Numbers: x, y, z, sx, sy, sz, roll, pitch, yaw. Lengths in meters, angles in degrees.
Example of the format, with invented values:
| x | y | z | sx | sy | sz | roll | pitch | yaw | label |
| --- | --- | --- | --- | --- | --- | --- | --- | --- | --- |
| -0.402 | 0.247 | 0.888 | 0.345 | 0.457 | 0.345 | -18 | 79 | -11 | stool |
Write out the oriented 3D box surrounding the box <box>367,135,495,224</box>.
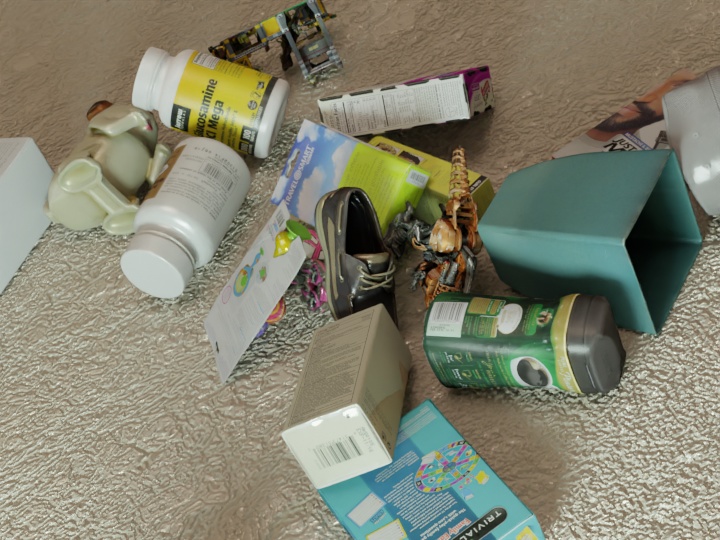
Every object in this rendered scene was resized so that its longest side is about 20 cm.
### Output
| x | y | z | sx | sy | sz | roll | pitch | yaw | label |
| --- | --- | --- | --- | --- | --- | --- | --- | --- | --- |
| 0.081 | -0.101 | 1.665 | 0.050 | 0.075 | 0.199 | -43 | 42 | -21 | box |

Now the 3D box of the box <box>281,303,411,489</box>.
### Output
| x | y | z | sx | sy | sz | roll | pitch | yaw | label |
| --- | --- | --- | --- | --- | --- | --- | --- | --- | --- |
| -0.010 | 0.127 | 1.419 | 0.095 | 0.078 | 0.200 | -22 | 23 | 21 | box |

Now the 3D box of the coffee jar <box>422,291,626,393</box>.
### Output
| x | y | z | sx | sy | sz | roll | pitch | yaw | label |
| --- | --- | --- | --- | --- | --- | --- | --- | --- | --- |
| 0.172 | 0.074 | 1.410 | 0.199 | 0.105 | 0.086 | 1 | 50 | 27 | coffee jar |

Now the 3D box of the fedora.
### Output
| x | y | z | sx | sy | sz | roll | pitch | yaw | label |
| --- | --- | --- | --- | --- | --- | --- | --- | --- | --- |
| 0.381 | -0.141 | 1.464 | 0.090 | 0.201 | 0.177 | -18 | 4 | 16 | fedora |

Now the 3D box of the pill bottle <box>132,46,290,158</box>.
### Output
| x | y | z | sx | sy | sz | roll | pitch | yaw | label |
| --- | --- | --- | --- | --- | --- | --- | --- | --- | --- |
| -0.206 | -0.235 | 1.860 | 0.199 | 0.113 | 0.113 | 18 | 50 | 1 | pill bottle |

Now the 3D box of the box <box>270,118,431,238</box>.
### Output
| x | y | z | sx | sy | sz | roll | pitch | yaw | label |
| --- | --- | --- | --- | --- | --- | --- | --- | --- | --- |
| -0.016 | -0.100 | 1.661 | 0.200 | 0.048 | 0.123 | 29 | 97 | 43 | box |

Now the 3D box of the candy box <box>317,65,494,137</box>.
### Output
| x | y | z | sx | sy | sz | roll | pitch | yaw | label |
| --- | --- | --- | --- | --- | --- | --- | --- | --- | --- |
| 0.061 | -0.216 | 1.758 | 0.199 | 0.061 | 0.136 | -6 | 10 | 21 | candy box |

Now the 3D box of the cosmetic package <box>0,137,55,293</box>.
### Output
| x | y | z | sx | sy | sz | roll | pitch | yaw | label |
| --- | --- | --- | --- | --- | --- | --- | --- | --- | --- |
| -0.562 | -0.081 | 1.936 | 0.199 | 0.123 | 0.200 | 2 | 48 | 31 | cosmetic package |

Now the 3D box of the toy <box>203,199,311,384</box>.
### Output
| x | y | z | sx | sy | sz | roll | pitch | yaw | label |
| --- | --- | --- | --- | --- | --- | --- | --- | --- | --- |
| -0.113 | 0.029 | 1.607 | 0.201 | 0.047 | 0.115 | -59 | 33 | 25 | toy |

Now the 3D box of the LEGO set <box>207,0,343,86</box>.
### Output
| x | y | z | sx | sy | sz | roll | pitch | yaw | label |
| --- | --- | --- | --- | --- | --- | --- | --- | --- | --- |
| -0.111 | -0.315 | 1.988 | 0.199 | 0.116 | 0.154 | -26 | 11 | -6 | LEGO set |

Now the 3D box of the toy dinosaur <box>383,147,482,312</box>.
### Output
| x | y | z | sx | sy | sz | roll | pitch | yaw | label |
| --- | --- | --- | --- | --- | --- | --- | --- | --- | --- |
| 0.101 | -0.029 | 1.529 | 0.201 | 0.102 | 0.136 | -63 | 26 | -4 | toy dinosaur |

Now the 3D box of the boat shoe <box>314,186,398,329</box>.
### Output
| x | y | z | sx | sy | sz | roll | pitch | yaw | label |
| --- | --- | --- | --- | --- | --- | --- | --- | --- | --- |
| 0.000 | 0.000 | 1.525 | 0.074 | 0.201 | 0.073 | -15 | -8 | -26 | boat shoe |

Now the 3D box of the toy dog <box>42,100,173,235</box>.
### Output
| x | y | z | sx | sy | sz | roll | pitch | yaw | label |
| --- | --- | --- | --- | --- | --- | --- | --- | --- | --- |
| -0.348 | -0.151 | 1.912 | 0.193 | 0.139 | 0.201 | -30 | 31 | 40 | toy dog |

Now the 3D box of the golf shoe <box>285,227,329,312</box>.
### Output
| x | y | z | sx | sy | sz | roll | pitch | yaw | label |
| --- | --- | --- | --- | --- | --- | --- | --- | --- | --- |
| -0.049 | -0.006 | 1.647 | 0.092 | 0.073 | 0.200 | -6 | 27 | -27 | golf shoe |

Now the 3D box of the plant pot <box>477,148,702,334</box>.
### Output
| x | y | z | sx | sy | sz | roll | pitch | yaw | label |
| --- | --- | --- | --- | --- | --- | --- | --- | --- | --- |
| 0.239 | -0.039 | 1.470 | 0.199 | 0.142 | 0.142 | 7 | 50 | 36 | plant pot |

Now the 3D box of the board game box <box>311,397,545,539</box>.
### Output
| x | y | z | sx | sy | sz | roll | pitch | yaw | label |
| --- | --- | --- | --- | --- | --- | --- | --- | --- | --- |
| 0.064 | 0.237 | 1.339 | 0.151 | 0.047 | 0.200 | -34 | 41 | -8 | board game box |

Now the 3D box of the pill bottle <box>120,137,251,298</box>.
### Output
| x | y | z | sx | sy | sz | roll | pitch | yaw | label |
| --- | --- | --- | --- | --- | --- | --- | --- | --- | --- |
| -0.229 | -0.067 | 1.756 | 0.114 | 0.115 | 0.201 | 1 | 48 | 28 | pill bottle |

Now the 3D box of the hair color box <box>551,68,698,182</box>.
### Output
| x | y | z | sx | sy | sz | roll | pitch | yaw | label |
| --- | --- | --- | --- | --- | --- | --- | --- | --- | --- |
| 0.338 | -0.143 | 1.583 | 0.199 | 0.064 | 0.111 | -33 | 40 | -10 | hair color box |
